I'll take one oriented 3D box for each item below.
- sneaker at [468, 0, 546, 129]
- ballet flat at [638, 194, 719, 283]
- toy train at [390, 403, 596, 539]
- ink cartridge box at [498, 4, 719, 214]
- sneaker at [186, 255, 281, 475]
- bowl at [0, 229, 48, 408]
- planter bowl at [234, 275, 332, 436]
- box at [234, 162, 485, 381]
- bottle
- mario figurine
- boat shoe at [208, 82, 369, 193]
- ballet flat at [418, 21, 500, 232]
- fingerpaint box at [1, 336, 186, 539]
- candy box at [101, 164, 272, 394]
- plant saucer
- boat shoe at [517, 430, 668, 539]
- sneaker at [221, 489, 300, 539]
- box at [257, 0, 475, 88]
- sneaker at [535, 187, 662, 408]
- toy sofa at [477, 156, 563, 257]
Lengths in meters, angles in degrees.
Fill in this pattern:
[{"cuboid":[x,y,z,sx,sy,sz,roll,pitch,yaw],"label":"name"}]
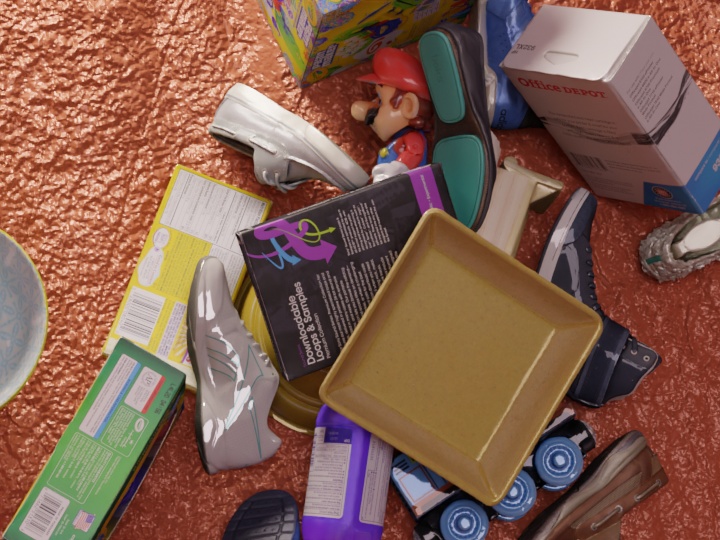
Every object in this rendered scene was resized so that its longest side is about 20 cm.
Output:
[{"cuboid":[0.167,-0.238,1.809,0.110,0.077,0.202,4,78,-5],"label":"sneaker"},{"cuboid":[0.371,-0.047,1.801,0.199,0.072,0.072,-30,83,-14],"label":"ballet flat"},{"cuboid":[0.122,0.182,1.694,0.199,0.087,0.115,-33,80,-5],"label":"toy train"},{"cuboid":[0.249,-0.154,1.720,0.084,0.145,0.200,-55,128,-16],"label":"ink cartridge box"},{"cuboid":[-0.119,0.085,1.677,0.080,0.070,0.202,-6,88,-11],"label":"sneaker"},{"cuboid":[-0.383,0.055,1.647,0.198,0.108,0.202,2,76,-7],"label":"bowl"},{"cuboid":[-0.022,0.053,1.712,0.199,0.083,0.202,2,77,-7],"label":"planter bowl"},{"cuboid":[0.000,0.000,1.646,0.199,0.036,0.144,-19,97,-12],"label":"box"},{"cuboid":[-0.015,0.223,1.648,0.065,0.083,0.202,13,79,-29],"label":"bottle"},{"cuboid":[0.025,-0.113,1.737,0.105,0.123,0.202,-5,92,-36],"label":"mario figurine"},{"cuboid":[-0.072,-0.110,1.718,0.200,0.070,0.072,34,87,40],"label":"boat shoe"},{"cuboid":[0.102,-0.134,1.688,0.073,0.073,0.202,-10,99,-10],"label":"ballet flat"},{"cuboid":[-0.232,0.177,1.610,0.073,0.167,0.201,29,74,1],"label":"fingerpaint box"},{"cuboid":[-0.166,0.007,1.731,0.102,0.026,0.201,22,75,-6],"label":"candy box"},{"cuboid":[0.087,0.077,1.627,0.199,0.048,0.201,33,86,-13],"label":"plant saucer"},{"cuboid":[0.216,0.239,1.709,0.200,0.076,0.072,-42,88,-13],"label":"boat shoe"},{"cuboid":[-0.085,0.300,1.657,0.073,0.082,0.201,-7,58,16],"label":"sneaker"},{"cuboid":[0.012,-0.292,1.736,0.192,0.200,0.123,-24,81,-14],"label":"box"},{"cuboid":[0.233,0.033,1.749,0.145,0.077,0.204,19,85,8],"label":"sneaker"},{"cuboid":[0.117,-0.006,1.743,0.097,0.083,0.201,20,73,-1],"label":"toy sofa"}]
